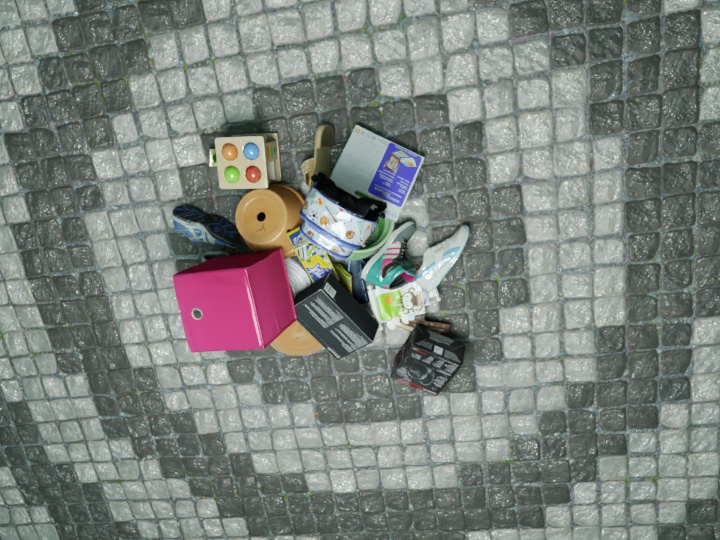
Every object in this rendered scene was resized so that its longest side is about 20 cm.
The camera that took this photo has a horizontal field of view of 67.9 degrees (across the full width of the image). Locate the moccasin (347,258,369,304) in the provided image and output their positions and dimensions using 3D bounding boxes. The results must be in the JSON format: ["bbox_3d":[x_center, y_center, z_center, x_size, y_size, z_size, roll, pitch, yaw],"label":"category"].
[{"bbox_3d":[0.000,0.000,1.462,0.067,0.081,0.202,2,123,2],"label":"moccasin"}]

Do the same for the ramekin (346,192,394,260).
[{"bbox_3d":[-0.019,-0.123,1.358,0.198,0.098,0.202,3,71,-10],"label":"ramekin"}]

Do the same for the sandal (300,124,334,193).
[{"bbox_3d":[-0.121,-0.274,1.396,0.069,0.077,0.214,19,105,34],"label":"sandal"}]

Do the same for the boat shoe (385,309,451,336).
[{"bbox_3d":[0.157,0.133,1.483,0.198,0.072,0.073,24,98,-2],"label":"boat shoe"}]

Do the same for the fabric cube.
[{"bbox_3d":[-0.297,0.071,1.297,0.197,0.200,0.199,-5,103,19],"label":"fabric cube"}]

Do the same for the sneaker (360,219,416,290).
[{"bbox_3d":[0.106,-0.028,1.380,0.120,0.084,0.200,37,82,24],"label":"sneaker"}]

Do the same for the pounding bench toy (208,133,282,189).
[{"bbox_3d":[-0.319,-0.278,1.361,0.197,0.156,0.126,0,107,8],"label":"pounding bench toy"}]

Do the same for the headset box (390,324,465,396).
[{"bbox_3d":[0.180,0.257,1.477,0.147,0.078,0.201,22,138,-1],"label":"headset box"}]

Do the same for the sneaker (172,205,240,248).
[{"bbox_3d":[-0.427,-0.111,1.487,0.198,0.076,0.077,25,132,-1],"label":"sneaker"}]

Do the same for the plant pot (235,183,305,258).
[{"bbox_3d":[-0.232,-0.132,1.378,0.198,0.140,0.203,0,88,10],"label":"plant pot"}]

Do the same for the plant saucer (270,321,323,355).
[{"bbox_3d":[-0.168,0.170,1.511,0.198,0.032,0.202,-6,128,-8],"label":"plant saucer"}]

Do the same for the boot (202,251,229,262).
[{"bbox_3d":[-0.341,0.008,1.427,0.198,0.074,0.096,13,139,26],"label":"boot"}]

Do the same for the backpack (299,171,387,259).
[{"bbox_3d":[-0.053,-0.118,1.191,0.198,0.191,0.155,25,98,-1],"label":"backpack"}]

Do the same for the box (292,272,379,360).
[{"bbox_3d":[-0.070,0.124,1.402,0.141,0.079,0.200,-32,110,33],"label":"box"}]

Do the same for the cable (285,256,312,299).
[{"bbox_3d":[-0.228,0.047,1.504,0.198,0.069,0.202,16,109,1],"label":"cable"}]

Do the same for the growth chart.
[{"bbox_3d":[0.117,0.069,1.445,0.198,0.018,0.146,-24,87,-3],"label":"growth chart"}]

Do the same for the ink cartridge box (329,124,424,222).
[{"bbox_3d":[0.034,-0.237,1.330,0.197,0.043,0.201,25,70,-1],"label":"ink cartridge box"}]

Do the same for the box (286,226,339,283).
[{"bbox_3d":[-0.120,-0.031,1.381,0.070,0.065,0.201,-29,144,-4],"label":"box"}]

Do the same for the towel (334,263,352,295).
[{"bbox_3d":[-0.044,0.088,1.473,0.018,0.086,0.202,-12,119,-21],"label":"towel"}]

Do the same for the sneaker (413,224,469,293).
[{"bbox_3d":[0.212,-0.042,1.399,0.081,0.077,0.201,37,94,5],"label":"sneaker"}]
